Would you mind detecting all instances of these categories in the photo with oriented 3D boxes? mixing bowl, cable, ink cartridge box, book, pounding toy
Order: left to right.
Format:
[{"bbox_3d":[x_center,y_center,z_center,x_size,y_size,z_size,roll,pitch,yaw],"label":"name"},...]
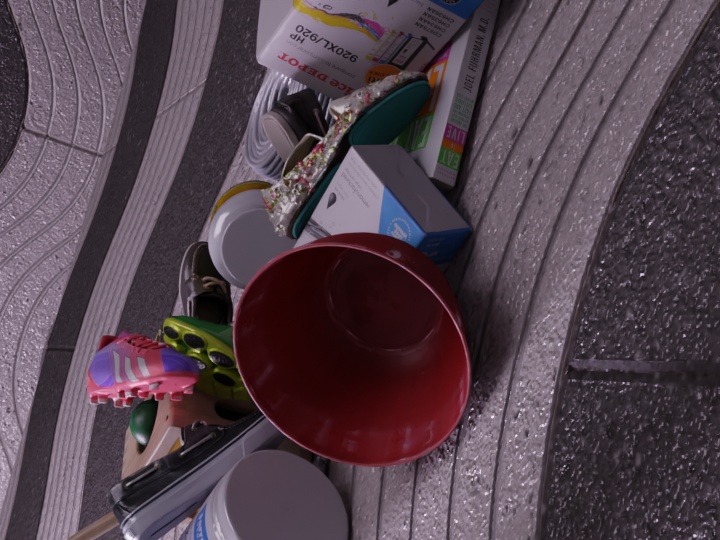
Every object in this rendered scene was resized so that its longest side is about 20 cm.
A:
[{"bbox_3d":[-0.177,0.203,1.280,0.185,0.197,0.144,-54,28,38],"label":"pounding toy"},{"bbox_3d":[-0.078,-0.207,1.529,0.203,0.068,0.200,-70,21,7],"label":"cable"},{"bbox_3d":[0.000,0.000,1.114,0.116,0.067,0.201,50,127,27],"label":"ink cartridge box"},{"bbox_3d":[0.006,0.046,1.006,0.201,0.199,0.109,-57,0,33],"label":"mixing bowl"},{"bbox_3d":[0.012,-0.277,1.162,0.200,0.146,0.146,-44,32,42],"label":"ink cartridge box"},{"bbox_3d":[0.072,-0.166,1.172,0.133,0.047,0.203,-14,58,63],"label":"book"}]

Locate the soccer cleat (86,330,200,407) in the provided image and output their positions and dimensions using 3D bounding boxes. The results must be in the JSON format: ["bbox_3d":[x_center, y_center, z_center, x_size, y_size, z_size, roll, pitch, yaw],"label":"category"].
[{"bbox_3d":[-0.219,0.091,1.214,0.199,0.066,0.078,-17,68,55],"label":"soccer cleat"}]

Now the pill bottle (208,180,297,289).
[{"bbox_3d":[-0.117,-0.038,1.386,0.200,0.111,0.114,-124,54,-79],"label":"pill bottle"}]

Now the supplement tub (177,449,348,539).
[{"bbox_3d":[-0.109,0.276,1.150,0.201,0.130,0.133,-56,27,38],"label":"supplement tub"}]

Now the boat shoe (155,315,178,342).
[{"bbox_3d":[-0.192,0.143,1.379,0.061,0.071,0.204,-124,28,-49],"label":"boat shoe"}]

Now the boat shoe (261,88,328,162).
[{"bbox_3d":[-0.026,-0.084,1.210,0.057,0.202,0.067,-38,25,-20],"label":"boat shoe"}]

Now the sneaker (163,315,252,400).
[{"bbox_3d":[-0.101,0.084,1.224,0.084,0.197,0.075,-68,-10,-55],"label":"sneaker"}]

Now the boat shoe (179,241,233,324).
[{"bbox_3d":[-0.177,0.061,1.462,0.057,0.066,0.204,-18,67,51],"label":"boat shoe"}]

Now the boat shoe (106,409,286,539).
[{"bbox_3d":[-0.150,0.175,1.161,0.071,0.199,0.072,50,157,17],"label":"boat shoe"}]

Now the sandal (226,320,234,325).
[{"bbox_3d":[-0.088,0.047,1.293,0.198,0.054,0.083,-29,65,21],"label":"sandal"}]

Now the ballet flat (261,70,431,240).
[{"bbox_3d":[-0.021,-0.118,1.131,0.200,0.076,0.064,-48,62,0],"label":"ballet flat"}]
